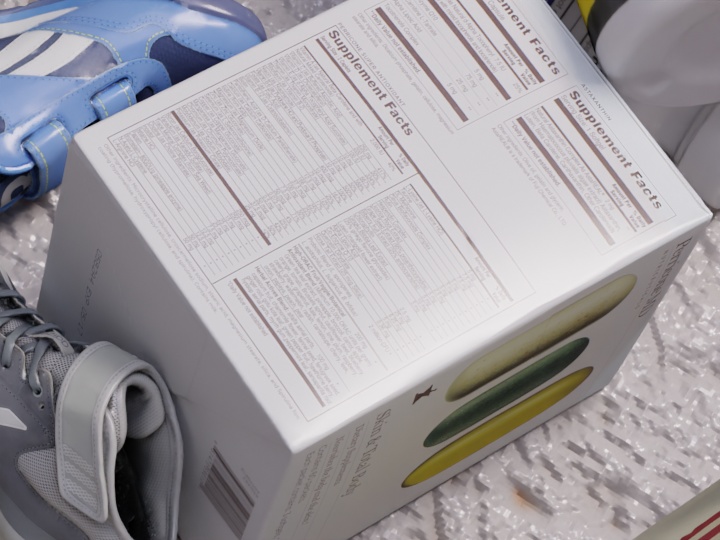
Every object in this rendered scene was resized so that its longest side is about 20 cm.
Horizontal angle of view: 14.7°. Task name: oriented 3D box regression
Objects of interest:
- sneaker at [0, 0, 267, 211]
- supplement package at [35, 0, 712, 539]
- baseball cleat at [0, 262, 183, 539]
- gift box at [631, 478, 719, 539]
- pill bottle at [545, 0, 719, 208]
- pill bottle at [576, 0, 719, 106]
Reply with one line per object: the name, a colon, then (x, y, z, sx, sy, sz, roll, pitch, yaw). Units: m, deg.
sneaker: (-0.133, -0.065, 1.154, 0.199, 0.074, 0.083, -11, 66, -10)
supplement package: (0.000, 0.000, 1.097, 0.200, 0.152, 0.151, -29, 71, -25)
baseball cleat: (-0.127, 0.030, 1.065, 0.070, 0.106, 0.200, -31, 88, -46)
gift box: (0.141, 0.145, 0.885, 0.186, 0.185, 0.200, -34, 100, 5)
pill bottle: (0.110, -0.126, 1.214, 0.200, 0.116, 0.116, 42, 61, 11)
pill bottle: (0.121, -0.177, 1.112, 0.114, 0.114, 0.201, -9, 67, -17)
